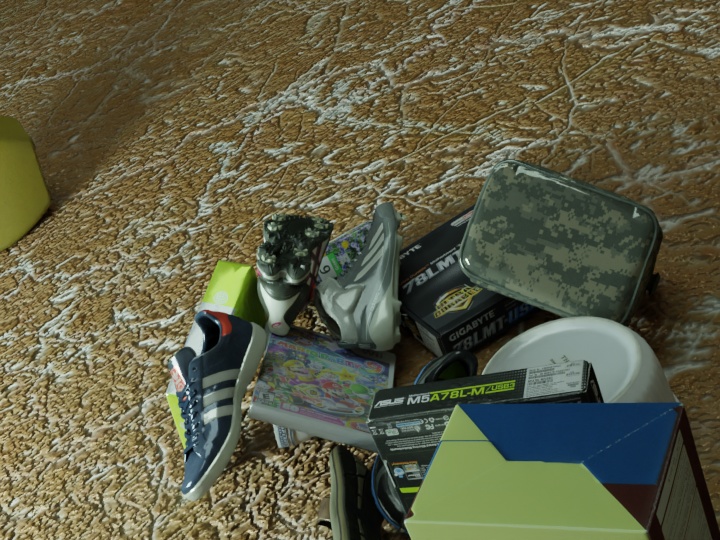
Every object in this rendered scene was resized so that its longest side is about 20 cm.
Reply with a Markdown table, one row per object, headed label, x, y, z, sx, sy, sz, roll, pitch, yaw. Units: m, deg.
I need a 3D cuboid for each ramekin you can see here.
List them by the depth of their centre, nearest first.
| label | x | y | z | sx | sy | sz | roll | pitch | yaw |
| --- | --- | --- | --- | --- | --- | --- | --- | --- | --- |
| ramekin | 0.200 | 0.133 | 1.358 | 0.198 | 0.106 | 0.201 | -17 | 32 | 11 |

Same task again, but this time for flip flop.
| label | x | y | z | sx | sy | sz | roll | pitch | yaw |
| --- | --- | --- | --- | --- | --- | --- | --- | --- | --- |
| flip flop | -0.013 | 0.241 | 1.374 | 0.057 | 0.081 | 0.201 | -36 | 28 | 20 |

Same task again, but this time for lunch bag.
| label | x | y | z | sx | sy | sz | roll | pitch | yaw |
| --- | --- | --- | --- | --- | --- | --- | --- | --- | --- |
| lunch bag | 0.210 | -0.023 | 1.499 | 0.198 | 0.168 | 0.141 | 20 | 89 | 15 |

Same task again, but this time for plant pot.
| label | x | y | z | sx | sy | sz | roll | pitch | yaw |
| --- | --- | --- | --- | --- | --- | --- | --- | --- | --- |
| plant pot | -0.591 | -0.137 | 2.225 | 0.198 | 0.196 | 0.195 | -22 | 29 | -16 |

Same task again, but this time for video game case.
| label | x | y | z | sx | sy | sz | roll | pitch | yaw |
| --- | --- | --- | --- | --- | --- | --- | --- | --- | --- |
| video game case | -0.036 | 0.118 | 1.514 | 0.141 | 0.018 | 0.200 | 15 | 22 | -2 |

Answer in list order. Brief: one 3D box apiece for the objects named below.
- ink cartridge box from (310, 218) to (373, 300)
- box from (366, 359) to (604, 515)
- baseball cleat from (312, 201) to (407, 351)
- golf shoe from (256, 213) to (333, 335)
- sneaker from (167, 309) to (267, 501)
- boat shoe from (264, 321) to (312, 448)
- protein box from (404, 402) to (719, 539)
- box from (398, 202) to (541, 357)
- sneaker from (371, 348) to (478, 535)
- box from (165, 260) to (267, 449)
| label | x | y | z | sx | sy | sz | roll | pitch | yaw |
| --- | --- | --- | --- | --- | --- | --- | --- | --- | --- |
| ink cartridge box | -0.058 | 0.005 | 1.737 | 0.198 | 0.051 | 0.109 | -28 | 3 | -7 |
| box | 0.127 | 0.177 | 1.256 | 0.198 | 0.195 | 0.048 | -11 | 35 | 21 |
| baseball cleat | 0.000 | 0.000 | 1.619 | 0.105 | 0.070 | 0.202 | 1 | 47 | -1 |
| golf shoe | -0.080 | -0.005 | 1.625 | 0.076 | 0.089 | 0.200 | 9 | 24 | 7 |
| sneaker | -0.161 | 0.129 | 1.443 | 0.075 | 0.084 | 0.202 | -38 | 31 | 48 |
| boat shoe | -0.069 | 0.116 | 1.599 | 0.065 | 0.073 | 0.201 | -11 | 29 | 1 |
| protein box | 0.171 | 0.224 | 1.145 | 0.196 | 0.202 | 0.135 | -3 | 36 | 29 |
| box | 0.129 | 0.006 | 1.658 | 0.199 | 0.050 | 0.198 | -30 | 33 | -13 |
| sneaker | 0.066 | 0.159 | 1.395 | 0.201 | 0.070 | 0.083 | -68 | 7 | -31 |
| box | -0.156 | 0.106 | 1.574 | 0.047 | 0.123 | 0.202 | 10 | 56 | 13 |
